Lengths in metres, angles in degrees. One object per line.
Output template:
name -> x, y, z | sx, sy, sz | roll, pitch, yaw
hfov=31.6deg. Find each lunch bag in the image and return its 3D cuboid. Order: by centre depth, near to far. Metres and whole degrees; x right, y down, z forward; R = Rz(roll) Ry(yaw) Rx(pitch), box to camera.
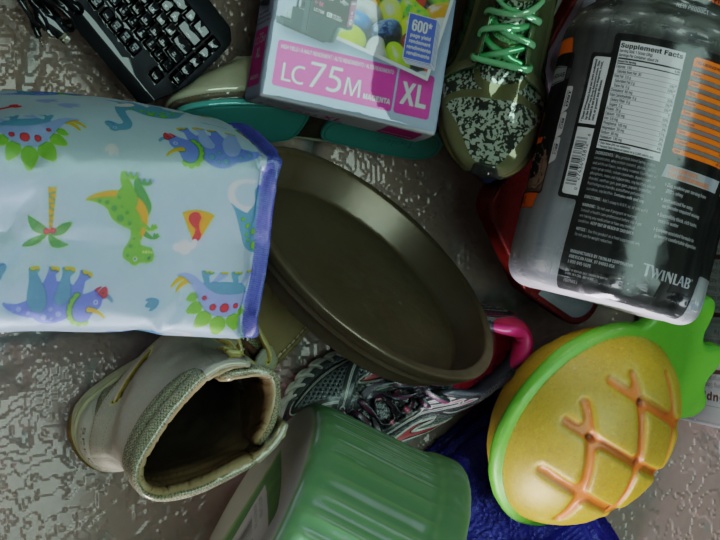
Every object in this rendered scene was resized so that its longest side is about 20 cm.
lunch bag -> -0.153, -0.042, 0.711 | 0.168, 0.200, 0.129 | 3, 111, -23

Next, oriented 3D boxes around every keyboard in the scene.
keyboard -> -0.163, -0.183, 0.737 | 0.104, 0.040, 0.200 | -45, 109, -16

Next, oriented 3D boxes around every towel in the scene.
towel -> 0.115, 0.200, 0.918 | 0.147, 0.049, 0.201 | -38, 106, -19

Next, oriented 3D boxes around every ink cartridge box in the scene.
ink cartridge box -> 0.003, -0.192, 0.788 | 0.118, 0.042, 0.203 | 10, 85, -20

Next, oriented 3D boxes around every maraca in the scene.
maraca -> 0.166, 0.091, 0.849 | 0.199, 0.107, 0.138 | -34, 130, -16

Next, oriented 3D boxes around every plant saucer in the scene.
plant saucer -> 0.000, 0.000, 0.801 | 0.199, 0.201, 0.030 | 31, 115, -22

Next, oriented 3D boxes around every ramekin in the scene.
ramekin -> -0.030, 0.177, 0.740 | 0.097, 0.200, 0.202 | 30, 79, -10

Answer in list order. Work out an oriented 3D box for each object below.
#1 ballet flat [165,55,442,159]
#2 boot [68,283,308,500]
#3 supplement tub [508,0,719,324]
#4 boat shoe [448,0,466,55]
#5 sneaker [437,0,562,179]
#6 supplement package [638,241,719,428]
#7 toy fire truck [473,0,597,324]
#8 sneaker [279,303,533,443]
ballet flat -> -0.034, -0.116, 0.839 | 0.198, 0.069, 0.070 | 6, 89, -26
boot -> -0.074, 0.057, 0.761 | 0.199, 0.154, 0.072 | -39, 106, -20
supplement tub -> 0.169, -0.077, 0.772 | 0.121, 0.122, 0.203 | 14, 90, -24
boat shoe -> 0.027, -0.187, 0.858 | 0.200, 0.065, 0.072 | 48, 54, -16
sneaker -> 0.090, -0.157, 0.787 | 0.076, 0.089, 0.202 | 10, 74, 7
supplement package -> 0.288, 0.011, 0.952 | 0.116, 0.117, 0.203 | 1, 92, -26
toy fire truck -> 0.154, -0.076, 0.878 | 0.167, 0.112, 0.201 | 33, 87, -25
sneaker -> 0.026, 0.078, 0.860 | 0.199, 0.075, 0.081 | -33, 105, -19
